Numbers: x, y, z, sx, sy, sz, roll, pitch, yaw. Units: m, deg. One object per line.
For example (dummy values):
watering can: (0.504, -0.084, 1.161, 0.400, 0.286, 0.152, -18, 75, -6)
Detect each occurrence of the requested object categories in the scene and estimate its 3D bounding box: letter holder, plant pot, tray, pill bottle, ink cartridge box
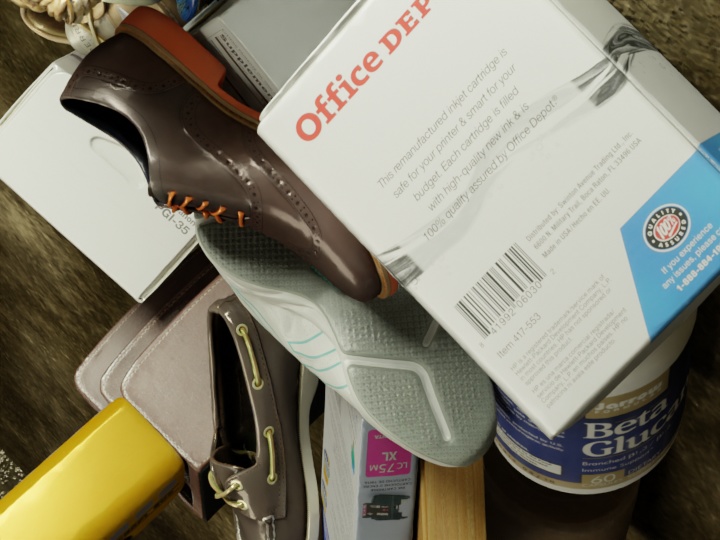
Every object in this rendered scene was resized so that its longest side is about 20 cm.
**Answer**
letter holder: (-0.077, 0.032, 1.687, 0.142, 0.200, 0.101, 44, 163, 16)
plant pot: (0.090, 0.146, 1.600, 0.200, 0.200, 0.175, 45, 144, 10)
tray: (0.044, 0.101, 1.463, 0.099, 0.037, 0.201, -148, 56, -82)
pill bottle: (0.116, 0.029, 1.349, 0.111, 0.111, 0.200, 41, 163, 21)
ink cartridge box: (0.076, -0.049, 1.194, 0.200, 0.146, 0.086, 47, -158, 9)
ink cartridge box: (0.004, 0.117, 1.492, 0.120, 0.042, 0.201, -103, 15, -50)
ink cartridge box: (-0.162, -0.069, 1.732, 0.146, 0.083, 0.200, 42, -172, -5)

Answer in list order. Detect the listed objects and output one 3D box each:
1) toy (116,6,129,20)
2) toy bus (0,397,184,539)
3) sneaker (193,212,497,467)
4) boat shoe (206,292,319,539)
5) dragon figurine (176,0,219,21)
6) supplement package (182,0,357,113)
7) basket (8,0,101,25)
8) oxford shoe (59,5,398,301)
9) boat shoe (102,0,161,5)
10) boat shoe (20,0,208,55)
toy: (-0.079, -0.113, 1.613, 0.115, 0.047, 0.200, 36, 171, 11)
toy bus: (-0.199, 0.171, 1.601, 0.065, 0.200, 0.078, 45, 164, 10)
sneaker: (-0.004, 0.028, 1.381, 0.200, 0.070, 0.080, 44, 167, 14)
boat shoe: (-0.062, 0.107, 1.572, 0.072, 0.059, 0.201, 28, 121, 54)
dragon figurine: (-0.090, -0.176, 1.429, 0.059, 0.099, 0.200, 51, 163, -9)
supplement package: (-0.031, -0.110, 1.406, 0.110, 0.114, 0.200, 50, 161, -8)
basket: (-0.127, -0.232, 1.226, 0.143, 0.200, 0.149, 58, 163, -26)
oxford shoe: (-0.066, -0.043, 1.323, 0.200, 0.073, 0.071, 41, 160, 15)
boat shoe: (-0.168, -0.219, 1.605, 0.201, 0.073, 0.063, -139, 51, -57)
boat shoe: (-0.159, -0.164, 1.682, 0.074, 0.069, 0.200, 55, 162, -23)
